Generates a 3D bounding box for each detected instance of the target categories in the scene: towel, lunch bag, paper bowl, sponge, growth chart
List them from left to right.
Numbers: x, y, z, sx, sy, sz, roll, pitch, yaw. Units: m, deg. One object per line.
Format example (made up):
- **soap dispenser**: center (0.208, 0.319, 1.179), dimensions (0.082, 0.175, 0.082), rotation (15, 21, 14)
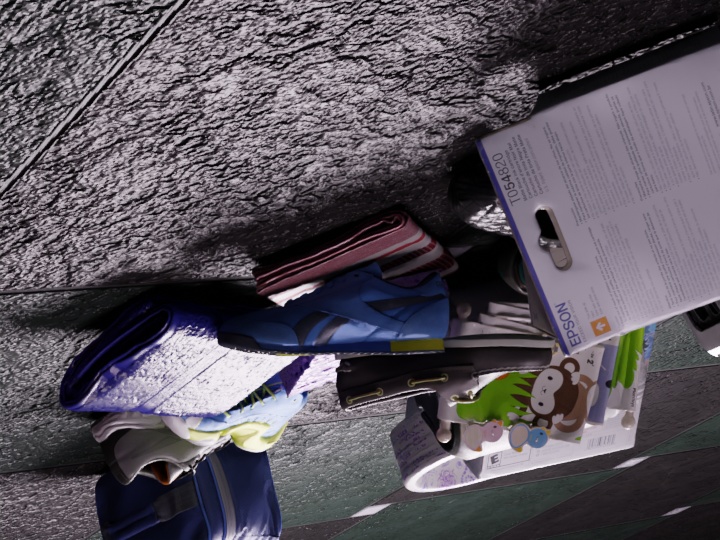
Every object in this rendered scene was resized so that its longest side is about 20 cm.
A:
- **lunch bag**: center (-0.199, 0.260, 2.134), dimensions (0.199, 0.137, 0.132), rotation (-29, 159, 38)
- **towel**: center (-0.153, 0.074, 1.728), dimensions (0.147, 0.050, 0.199), rotation (-36, 154, 27)
- **towel**: center (0.000, 0.000, 1.717), dimensions (0.143, 0.023, 0.200), rotation (-23, 164, 10)
- **sponge**: center (0.000, 0.058, 1.814), dimensions (0.111, 0.030, 0.200), rotation (-15, 164, -21)
- **paper bowl**: center (0.129, 0.167, 2.220), dimensions (0.199, 0.105, 0.201), rotation (-15, 163, -5)
- **growth chart**: center (0.165, 0.093, 1.794), dimensions (0.198, 0.147, 0.018), rotation (-1, -174, -12)

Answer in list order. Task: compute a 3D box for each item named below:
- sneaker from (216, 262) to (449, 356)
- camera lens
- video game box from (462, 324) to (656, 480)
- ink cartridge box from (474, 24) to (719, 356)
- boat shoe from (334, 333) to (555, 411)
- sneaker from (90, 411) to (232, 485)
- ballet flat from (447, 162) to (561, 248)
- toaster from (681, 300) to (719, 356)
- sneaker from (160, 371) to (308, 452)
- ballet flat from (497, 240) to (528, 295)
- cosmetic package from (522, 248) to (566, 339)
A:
- **sneaker**: center (-0.023, 0.034, 1.671), dimensions (0.198, 0.079, 0.066), rotation (-2, 179, -9)
- **camera lens**: center (0.151, 0.082, 1.880), dimensions (0.198, 0.161, 0.160), rotation (-14, 163, -11)
- **video game box**: center (0.209, 0.117, 2.079), dimensions (0.198, 0.047, 0.184), rotation (-9, 124, -25)
- **ink cartridge box**: center (0.210, -0.057, 1.485), dimensions (0.198, 0.201, 0.041), rotation (-20, -157, 10)
- **boat shoe**: center (0.074, 0.088, 1.732), dimensions (0.199, 0.061, 0.072), rotation (-4, 176, 19)
- **sneaker**: center (-0.176, 0.173, 1.985), dimensions (0.199, 0.080, 0.074), rotation (-5, 158, -40)
- **ballet flat**: center (0.152, -0.049, 1.619), dimensions (0.199, 0.067, 0.057), rotation (4, -170, -44)
- **toaster**: center (0.320, -0.036, 1.622), dimensions (0.118, 0.201, 0.181), rotation (-29, 176, -15)
- **sneaker**: center (-0.118, 0.114, 1.903), dimensions (0.105, 0.076, 0.200), rotation (-42, 156, 14)
- **ballet flat**: center (0.218, -0.023, 1.813), dimensions (0.198, 0.068, 0.064), rotation (-12, -172, -14)
- **cosmetic package**: center (0.246, -0.013, 1.748), dimensions (0.198, 0.105, 0.073), rotation (-14, -166, -16)
